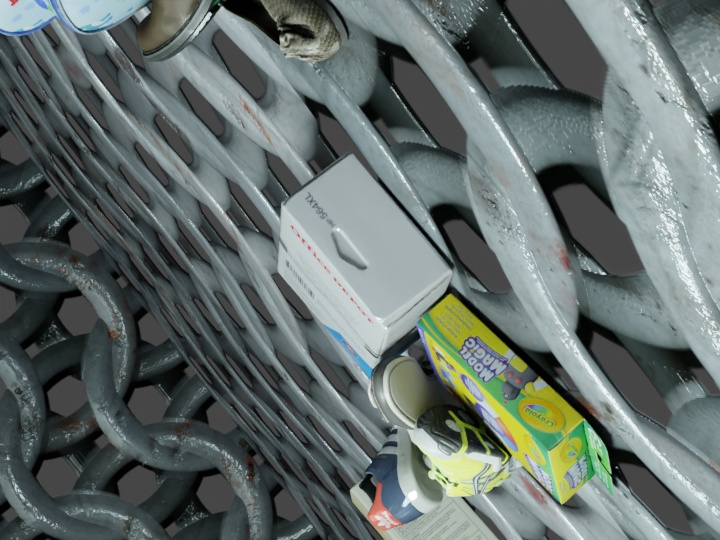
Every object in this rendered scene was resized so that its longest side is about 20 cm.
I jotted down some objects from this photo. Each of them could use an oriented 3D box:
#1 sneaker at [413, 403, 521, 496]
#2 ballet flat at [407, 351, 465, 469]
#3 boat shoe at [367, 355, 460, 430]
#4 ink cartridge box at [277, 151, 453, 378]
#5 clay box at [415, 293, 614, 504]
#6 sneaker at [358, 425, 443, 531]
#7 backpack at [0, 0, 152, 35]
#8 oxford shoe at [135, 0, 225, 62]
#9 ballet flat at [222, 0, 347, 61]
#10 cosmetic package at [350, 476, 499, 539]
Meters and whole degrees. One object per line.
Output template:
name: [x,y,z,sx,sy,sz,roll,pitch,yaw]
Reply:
sneaker: [0.096,0.176,1.417,0.075,0.076,0.200,46,-171,28]
ballet flat: [0.087,0.168,1.589,0.072,0.072,0.201,35,159,50]
boat shoe: [0.039,0.116,1.424,0.200,0.057,0.067,15,-111,-68]
ink cartridge box: [0.000,0.000,1.397,0.146,0.084,0.200,50,166,9]
clay box: [0.136,0.120,1.338,0.200,0.048,0.115,45,168,32]
sneaker: [0.040,0.206,1.658,0.075,0.084,0.200,48,-160,-13]
backpack: [-0.228,-0.273,1.179,0.147,0.200,0.183,49,166,22]
oxford shoe: [-0.132,-0.228,1.151,0.084,0.073,0.200,35,142,-10]
ballet flat: [-0.081,-0.208,1.202,0.200,0.046,0.067,39,161,43]
cosmetic package: [0.088,0.322,1.915,0.200,0.105,0.071,49,167,18]
